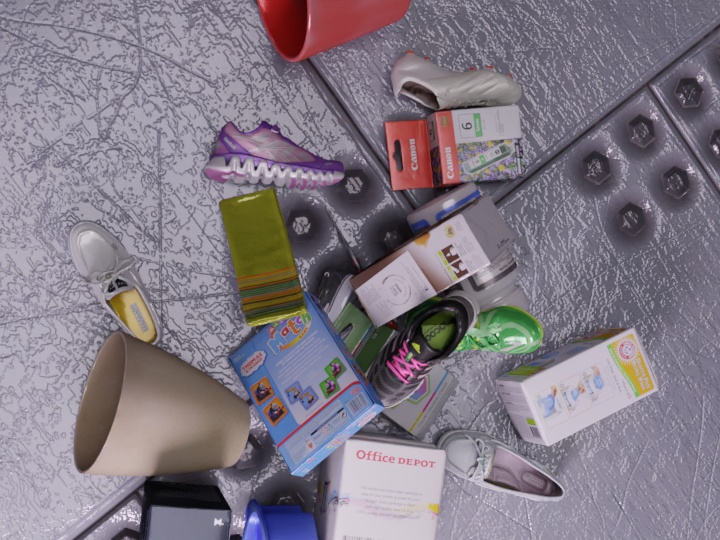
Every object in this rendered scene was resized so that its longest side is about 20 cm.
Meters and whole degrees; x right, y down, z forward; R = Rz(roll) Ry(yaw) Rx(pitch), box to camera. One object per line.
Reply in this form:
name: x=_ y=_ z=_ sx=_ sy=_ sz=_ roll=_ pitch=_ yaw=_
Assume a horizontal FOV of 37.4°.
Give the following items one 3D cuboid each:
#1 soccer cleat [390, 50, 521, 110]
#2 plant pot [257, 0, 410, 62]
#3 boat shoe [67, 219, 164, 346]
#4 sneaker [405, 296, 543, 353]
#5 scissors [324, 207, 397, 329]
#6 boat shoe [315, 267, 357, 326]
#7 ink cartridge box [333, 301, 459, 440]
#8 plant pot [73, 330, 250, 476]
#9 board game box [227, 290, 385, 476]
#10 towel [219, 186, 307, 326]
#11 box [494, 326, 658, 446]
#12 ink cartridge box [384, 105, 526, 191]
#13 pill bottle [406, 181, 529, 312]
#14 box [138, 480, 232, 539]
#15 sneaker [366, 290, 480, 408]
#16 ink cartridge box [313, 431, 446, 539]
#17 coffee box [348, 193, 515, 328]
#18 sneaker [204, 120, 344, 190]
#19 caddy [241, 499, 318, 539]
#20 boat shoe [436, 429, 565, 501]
soccer cleat: x=0.140 y=-0.265 z=1.570 sx=0.198 sy=0.069 sz=0.078 roll=11 pitch=61 yaw=-7
plant pot: x=-0.035 y=-0.406 z=1.486 sx=0.176 sy=0.200 sz=0.202 roll=-15 pitch=91 yaw=-24
boat shoe: x=-0.332 y=0.020 z=1.439 sx=0.074 sy=0.086 sz=0.203 roll=-29 pitch=95 yaw=-13
sneaker: x=0.155 y=0.089 z=1.478 sx=0.198 sy=0.084 sz=0.075 roll=6 pitch=119 yaw=22
scissors: x=0.000 y=0.000 z=1.552 sx=0.014 sy=0.073 sz=0.201 roll=-32 pitch=71 yaw=6
boat shoe: x=-0.071 y=0.087 z=1.514 sx=0.066 sy=0.070 sz=0.201 roll=27 pitch=89 yaw=13
ink cartridge box: x=0.037 y=0.144 z=1.505 sx=0.200 sy=0.059 sz=0.104 roll=40 pitch=79 yaw=-29
plant pot: x=-0.256 y=0.196 z=1.420 sx=0.199 sy=0.187 sz=0.189 roll=18 pitch=84 yaw=-27
board game box: x=-0.077 y=0.151 z=1.441 sx=0.151 sy=0.037 sz=0.201 roll=-40 pitch=60 yaw=11
towel: x=-0.137 y=-0.021 z=1.477 sx=0.085 sy=0.018 sz=0.201 roll=-13 pitch=65 yaw=-8
box: x=0.320 y=0.168 z=1.577 sx=0.199 sy=0.112 sz=0.102 roll=-24 pitch=92 yaw=-14
ink cartridge box: x=0.141 y=-0.181 z=1.579 sx=0.198 sy=0.050 sz=0.110 roll=-7 pitch=89 yaw=-14
pill bottle: x=0.160 y=-0.016 z=1.546 sx=0.113 sy=0.114 sz=0.201 roll=-29 pitch=95 yaw=-13
box: x=-0.236 y=0.367 z=1.391 sx=0.106 sy=0.200 sz=0.150 roll=7 pitch=86 yaw=-13
sneaker: x=0.075 y=0.105 z=1.407 sx=0.200 sy=0.087 sz=0.074 roll=-44 pitch=80 yaw=8
ink cartridge box: x=0.020 y=0.331 z=1.482 sx=0.146 sy=0.145 sz=0.202 roll=10 pitch=86 yaw=-13
coffee box: x=0.096 y=-0.013 z=1.446 sx=0.199 sy=0.114 sz=0.080 roll=-31 pitch=92 yaw=30
sneaker: x=-0.118 y=-0.166 z=1.506 sx=0.198 sy=0.080 sz=0.089 roll=6 pitch=79 yaw=-12
caddy: x=-0.119 y=0.412 z=1.449 sx=0.104 sy=0.141 sz=0.202 roll=-3 pitch=88 yaw=-18
boat shoe: x=0.208 y=0.291 z=1.570 sx=0.201 sy=0.065 sz=0.075 roll=26 pitch=82 yaw=-11
